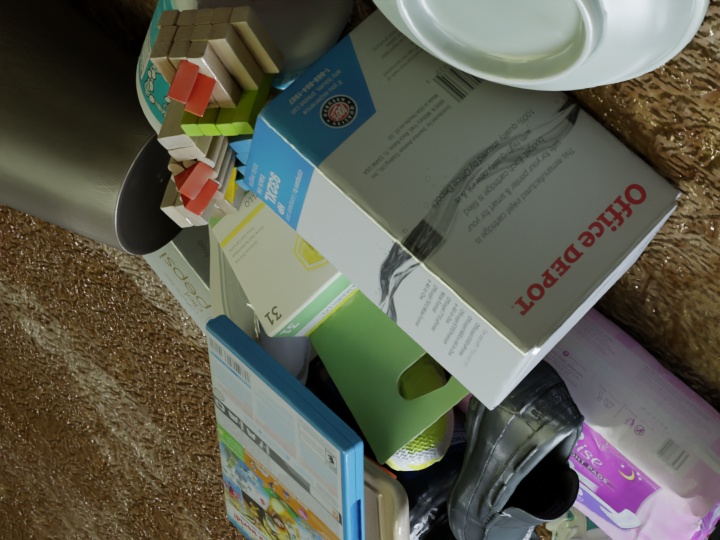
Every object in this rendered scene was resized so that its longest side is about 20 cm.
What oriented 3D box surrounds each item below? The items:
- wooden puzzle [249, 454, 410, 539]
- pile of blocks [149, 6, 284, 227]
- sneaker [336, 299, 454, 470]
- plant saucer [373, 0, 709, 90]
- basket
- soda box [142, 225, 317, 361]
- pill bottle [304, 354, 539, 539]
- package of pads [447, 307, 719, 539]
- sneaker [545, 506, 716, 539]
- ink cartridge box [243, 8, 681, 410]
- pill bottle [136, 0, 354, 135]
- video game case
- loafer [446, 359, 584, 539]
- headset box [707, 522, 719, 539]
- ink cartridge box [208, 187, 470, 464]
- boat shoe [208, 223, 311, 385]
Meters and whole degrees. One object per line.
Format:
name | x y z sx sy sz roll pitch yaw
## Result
wooden puzzle | -0.023 0.164 1.212 0.200 0.037 0.186 37 146 37
pile of blocks | -0.081 -0.073 1.041 0.081 0.063 0.201 13 152 5
sneaker | 0.011 0.040 1.196 0.105 0.075 0.202 112 150 -75
plant saucer | 0.072 -0.145 0.879 0.198 0.051 0.201 17 150 10
basket | -0.212 -0.106 1.281 0.199 0.181 0.136 29 157 23
soda box | -0.100 0.011 1.372 0.201 0.068 0.064 52 152 -7
pill bottle | 0.035 0.148 1.265 0.200 0.111 0.112 48 157 34
package of pads | 0.147 0.092 1.118 0.200 0.076 0.121 40 156 16
sneaker | 0.153 0.169 1.189 0.199 0.093 0.071 37 151 19
ink cartridge box | 0.055 -0.046 0.999 0.200 0.145 0.084 42 152 10
pill bottle | -0.079 -0.139 1.110 0.111 0.111 0.200 45 153 5
video game case | -0.047 0.140 1.168 0.143 0.018 0.201 39 147 33
loafer | 0.097 0.130 1.082 0.070 0.068 0.201 45 152 28
headset box | 0.311 0.208 1.014 0.173 0.093 0.201 14 137 46
ink cartridge box | 0.000 0.000 1.105 0.145 0.048 0.201 -42 65 28
boat shoe | -0.060 -0.008 1.241 0.068 0.072 0.202 -10 82 50
